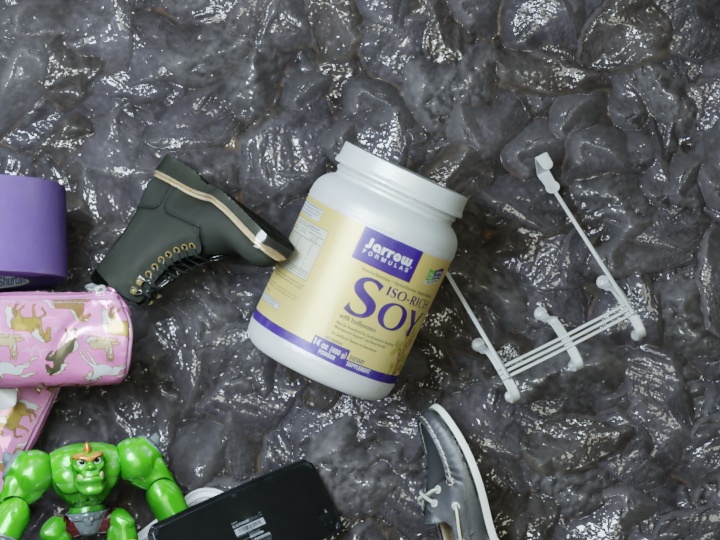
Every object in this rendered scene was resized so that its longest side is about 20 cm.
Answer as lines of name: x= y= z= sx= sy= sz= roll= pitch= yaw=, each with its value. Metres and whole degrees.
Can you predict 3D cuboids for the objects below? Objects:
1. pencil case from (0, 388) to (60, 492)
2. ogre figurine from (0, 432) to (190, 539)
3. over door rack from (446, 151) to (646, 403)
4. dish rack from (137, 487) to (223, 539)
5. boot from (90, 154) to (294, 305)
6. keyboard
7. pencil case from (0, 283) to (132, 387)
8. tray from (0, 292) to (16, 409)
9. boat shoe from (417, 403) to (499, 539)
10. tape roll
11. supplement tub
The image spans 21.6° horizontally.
pencil case: x=-0.319 y=0.120 z=1.708 sx=0.086 sy=0.083 sz=0.200 roll=28 pitch=82 yaw=-26
ogre figurine: x=-0.244 y=0.211 z=1.667 sx=0.199 sy=0.098 sz=0.120 roll=-8 pitch=83 yaw=4
over door rack: x=0.158 y=0.009 z=1.768 sx=0.147 sy=0.067 sz=0.200 roll=-26 pitch=73 yaw=-6
dish rack: x=-0.141 y=0.318 z=1.722 sx=0.171 sy=0.044 sz=0.200 roll=-38 pitch=87 yaw=-6
boot: x=-0.153 y=-0.008 z=1.697 sx=0.077 sy=0.200 sz=0.139 roll=37 pitch=87 yaw=-37
keyboard: x=-0.103 y=0.248 z=1.696 sx=0.200 sy=0.040 sz=0.104 roll=-18 pitch=78 yaw=-41
pencil case: x=-0.299 y=0.057 z=1.622 sx=0.199 sy=0.083 sz=0.087 roll=-1 pitch=71 yaw=-16
tray: x=-0.404 y=0.086 z=1.691 sx=0.199 sy=0.022 sz=0.108 roll=-12 pitch=72 yaw=15
boat shoe: x=0.086 y=0.224 z=1.736 sx=0.060 sy=0.074 sz=0.201 roll=-20 pitch=95 yaw=-11
tape roll: x=-0.358 y=-0.029 z=1.659 sx=0.199 sy=0.200 sz=0.085 roll=-3 pitch=85 yaw=-4
supplement tub: x=0.000 y=0.000 z=1.696 sx=0.145 sy=0.145 sz=0.200 roll=25 pitch=95 yaw=-2
